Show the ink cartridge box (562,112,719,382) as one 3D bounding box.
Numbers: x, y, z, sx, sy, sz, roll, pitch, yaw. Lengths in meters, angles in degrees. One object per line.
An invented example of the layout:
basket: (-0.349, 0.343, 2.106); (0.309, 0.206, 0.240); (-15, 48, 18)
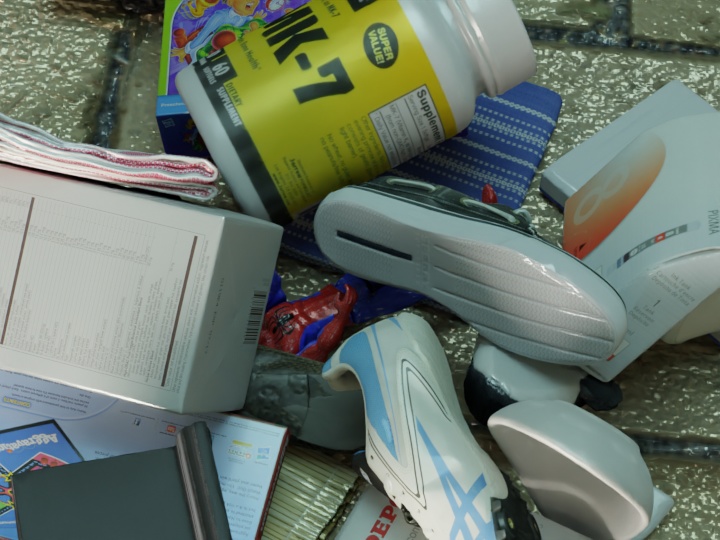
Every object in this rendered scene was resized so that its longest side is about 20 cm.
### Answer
ink cartridge box: (0.196, -0.047, 1.213); (0.050, 0.200, 0.162); (35, 31, -14)

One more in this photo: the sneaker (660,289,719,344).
sneaker: (0.269, 0.007, 1.266); (0.200, 0.078, 0.099); (-23, 61, -18)

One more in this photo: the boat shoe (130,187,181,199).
boat shoe: (-0.205, -0.022, 1.288); (0.199, 0.070, 0.071); (-6, 55, -7)

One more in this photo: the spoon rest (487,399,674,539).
spoon rest: (0.126, 0.121, 1.140); (0.099, 0.200, 0.061); (28, 83, 26)

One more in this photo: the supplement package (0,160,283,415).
supplement package: (-0.162, 0.003, 1.179); (0.199, 0.110, 0.114); (14, 91, 15)

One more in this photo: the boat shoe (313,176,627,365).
boat shoe: (0.071, -0.013, 1.190); (0.200, 0.072, 0.071); (25, 42, 24)

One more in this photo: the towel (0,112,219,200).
towel: (-0.153, -0.069, 1.211); (0.146, 0.200, 0.030); (12, 92, -6)

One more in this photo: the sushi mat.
sushi mat: (-0.106, 0.111, 1.230); (0.200, 0.012, 0.096); (27, 55, 15)

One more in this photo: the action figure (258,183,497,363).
action figure: (0.000, 0.000, 1.260); (0.200, 0.099, 0.065); (-28, 58, -7)

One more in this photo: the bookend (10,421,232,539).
bookend: (-0.165, 0.183, 1.055); (0.198, 0.200, 0.092); (-8, 54, -11)

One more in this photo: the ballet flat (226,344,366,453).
ballet flat: (-0.076, 0.063, 1.236); (0.199, 0.046, 0.068); (15, 91, 12)

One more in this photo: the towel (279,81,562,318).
towel: (0.039, -0.066, 1.372); (0.144, 0.024, 0.200); (20, 56, 8)

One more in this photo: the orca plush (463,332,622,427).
orca plush: (0.102, 0.052, 1.255); (0.105, 0.071, 0.200); (30, 32, -5)

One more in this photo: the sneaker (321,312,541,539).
sneaker: (0.041, 0.116, 1.109); (0.072, 0.072, 0.200); (-33, 60, 11)

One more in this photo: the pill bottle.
pill bottle: (-0.001, -0.115, 1.266); (0.200, 0.114, 0.114); (-28, 58, -2)

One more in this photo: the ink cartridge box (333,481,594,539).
ink cartridge box: (0.068, 0.206, 1.127); (0.200, 0.083, 0.147); (23, 54, 14)

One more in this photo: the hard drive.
hard drive: (0.233, -0.030, 1.353); (0.132, 0.025, 0.200); (-34, 62, -26)

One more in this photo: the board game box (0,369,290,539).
board game box: (-0.149, 0.117, 1.194); (0.199, 0.019, 0.103); (13, 71, 9)

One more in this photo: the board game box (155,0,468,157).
board game box: (-0.031, -0.145, 1.385); (0.199, 0.045, 0.135); (-5, 51, 5)
